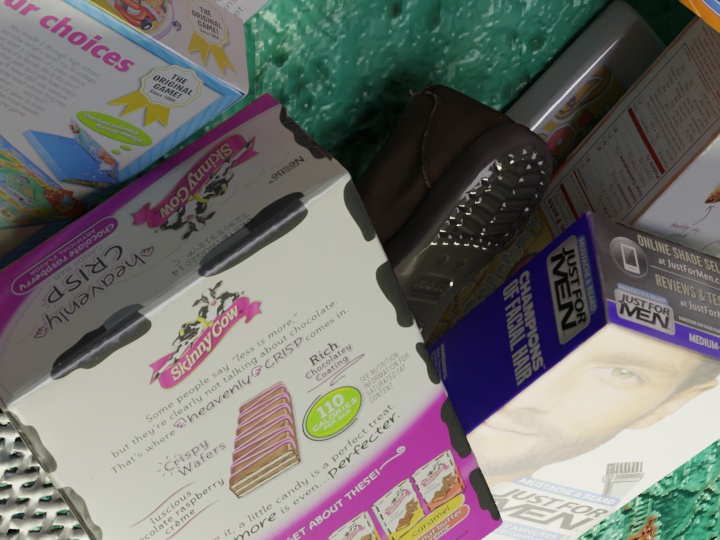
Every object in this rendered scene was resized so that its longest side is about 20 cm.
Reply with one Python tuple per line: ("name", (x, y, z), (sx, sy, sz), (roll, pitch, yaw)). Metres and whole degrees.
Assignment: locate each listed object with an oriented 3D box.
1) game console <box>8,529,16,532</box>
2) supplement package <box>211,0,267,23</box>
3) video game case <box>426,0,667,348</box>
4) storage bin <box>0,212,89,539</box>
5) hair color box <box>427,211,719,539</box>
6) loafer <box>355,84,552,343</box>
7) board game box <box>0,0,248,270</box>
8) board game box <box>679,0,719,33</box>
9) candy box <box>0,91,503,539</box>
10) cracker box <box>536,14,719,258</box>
("game console", (-0.242, 0.168, 0.906), (0.118, 0.170, 0.201), (-21, 140, -58))
("supplement package", (-0.108, -0.167, 0.735), (0.114, 0.110, 0.200), (-44, 137, 3))
("video game case", (0.099, -0.008, 1.072), (0.200, 0.023, 0.182), (-46, 136, 4))
("storage bin", (-0.121, 0.050, 0.877), (0.199, 0.135, 0.094), (0, 123, -35))
("hair color box", (0.088, 0.062, 1.017), (0.109, 0.065, 0.200), (17, 138, -29))
("loafer", (0.000, 0.000, 0.976), (0.200, 0.071, 0.073), (-47, 148, 14))
("board game box", (-0.152, -0.076, 0.701), (0.134, 0.034, 0.200), (-32, 137, 31))
("board game box", (0.165, -0.217, 0.825), (0.200, 0.200, 0.200), (-43, 137, 0))
("candy box", (-0.042, 0.054, 0.793), (0.136, 0.061, 0.200), (-34, 136, -10))
("cracker box", (0.189, -0.067, 0.992), (0.134, 0.058, 0.200), (6, 139, -38))
